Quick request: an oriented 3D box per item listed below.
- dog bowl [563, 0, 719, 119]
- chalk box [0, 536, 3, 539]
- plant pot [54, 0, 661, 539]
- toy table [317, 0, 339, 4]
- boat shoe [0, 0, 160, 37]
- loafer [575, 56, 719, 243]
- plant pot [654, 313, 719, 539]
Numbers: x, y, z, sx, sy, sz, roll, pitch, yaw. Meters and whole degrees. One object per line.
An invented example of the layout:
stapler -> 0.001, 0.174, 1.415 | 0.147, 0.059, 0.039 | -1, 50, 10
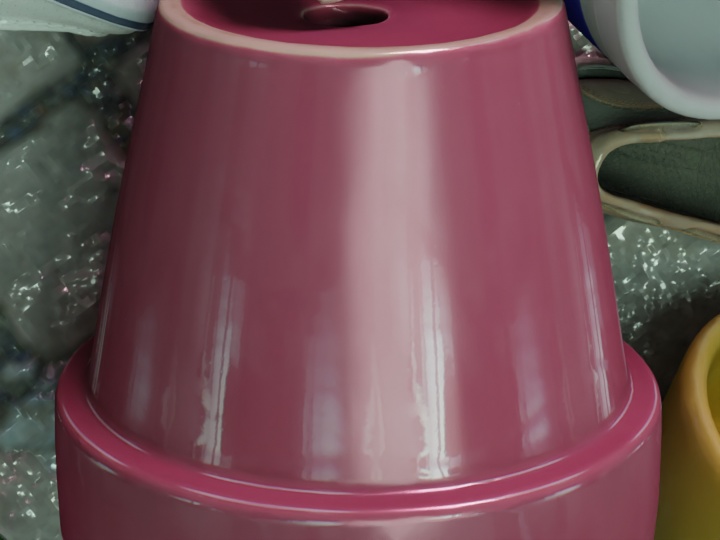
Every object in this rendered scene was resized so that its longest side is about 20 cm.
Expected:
dog bowl -> 0.136, -0.152, 0.770 | 0.199, 0.079, 0.201 | -29, 145, -22
chalk box -> -0.207, 0.097, 0.778 | 0.125, 0.124, 0.200 | -40, 118, 0
plant pot -> 0.000, 0.000, 0.767 | 0.198, 0.200, 0.181 | -6, 112, -16
toy table -> -0.045, -0.180, 0.724 | 0.199, 0.117, 0.185 | -31, 118, -5
boat shoe -> -0.162, -0.089, 0.745 | 0.200, 0.075, 0.087 | 14, 106, -21
loafer -> 0.152, -0.032, 0.881 | 0.198, 0.063, 0.072 | 6, 110, -21
plant pot -> 0.181, 0.142, 0.900 | 0.199, 0.201, 0.190 | 7, 124, -21
